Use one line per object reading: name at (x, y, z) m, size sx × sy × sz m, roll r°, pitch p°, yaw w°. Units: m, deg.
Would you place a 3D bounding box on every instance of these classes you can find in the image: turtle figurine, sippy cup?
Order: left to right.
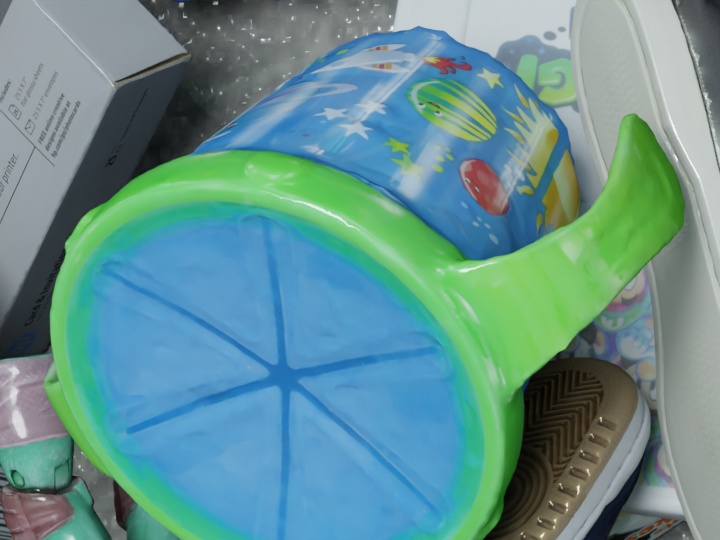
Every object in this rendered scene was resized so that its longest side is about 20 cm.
turtle figurine at (-0.078, 0.127, 0.798) m, size 0.100 × 0.150 × 0.201 m, roll -10°, pitch 81°, yaw 23°
sippy cup at (0.000, 0.000, 0.731) m, size 0.177 × 0.130 × 0.140 m, roll 17°, pitch 129°, yaw 16°

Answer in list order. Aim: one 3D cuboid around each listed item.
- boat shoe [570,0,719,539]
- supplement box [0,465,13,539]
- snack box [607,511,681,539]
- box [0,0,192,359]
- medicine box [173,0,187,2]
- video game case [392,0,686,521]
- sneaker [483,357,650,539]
boat shoe at (0.114, 0.006, 0.733) m, size 0.060 × 0.074 × 0.200 m, roll -10°, pitch 77°, yaw -19°
supplement box at (-0.212, 0.103, 0.891) m, size 0.200 × 0.086 × 0.111 m, roll -8°, pitch 76°, yaw 20°
snack box at (0.051, 0.045, 0.829) m, size 0.200 × 0.037 × 0.116 m, roll -34°, pitch 68°, yaw 11°
box at (-0.161, -0.082, 0.880) m, size 0.200 × 0.041 × 0.156 m, roll 47°, pitch 133°, yaw 16°
medicine box at (0.000, -0.205, 0.831) m, size 0.200 × 0.103 × 0.183 m, roll -9°, pitch 62°, yaw 31°
video game case at (0.094, -0.015, 0.793) m, size 0.200 × 0.024 × 0.182 m, roll 5°, pitch 78°, yaw 23°
sneaker at (0.035, 0.128, 0.758) m, size 0.200 × 0.109 × 0.070 m, roll -52°, pitch 36°, yaw -10°
